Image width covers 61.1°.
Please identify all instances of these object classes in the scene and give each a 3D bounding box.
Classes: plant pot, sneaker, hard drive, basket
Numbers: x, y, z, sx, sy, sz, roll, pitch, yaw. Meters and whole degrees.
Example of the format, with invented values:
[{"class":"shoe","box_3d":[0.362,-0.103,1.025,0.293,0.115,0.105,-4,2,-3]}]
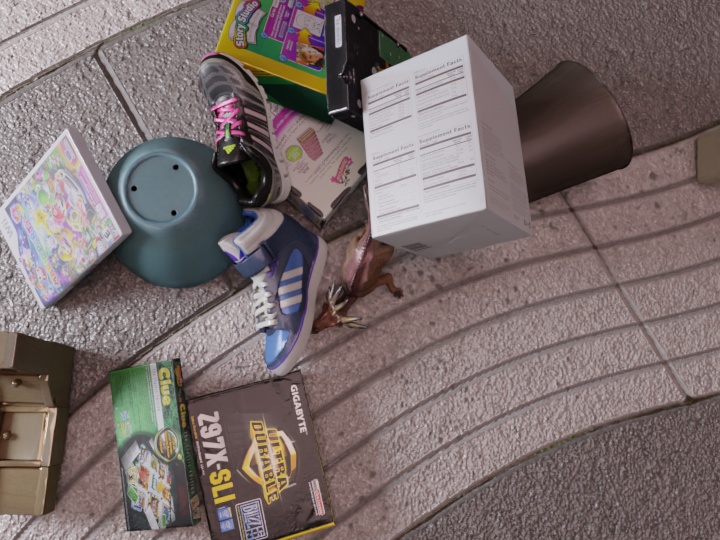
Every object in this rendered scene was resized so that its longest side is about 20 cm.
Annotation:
[{"class":"plant pot","box_3d":[-0.244,-0.086,0.784,0.196,0.135,0.204,1,82,-7]},{"class":"sneaker","box_3d":[-0.130,0.018,0.787,0.145,0.080,0.203,26,69,-30]},{"class":"hard drive","box_3d":[0.019,-0.253,0.820,0.037,0.199,0.143,-5,85,31]},{"class":"sneaker","box_3d":[-0.151,-0.166,0.753,0.073,0.088,0.203,-11,112,23]},{"class":"basket","box_3d":[0.247,-0.176,0.867,0.198,0.136,0.182,-28,72,-6]}]

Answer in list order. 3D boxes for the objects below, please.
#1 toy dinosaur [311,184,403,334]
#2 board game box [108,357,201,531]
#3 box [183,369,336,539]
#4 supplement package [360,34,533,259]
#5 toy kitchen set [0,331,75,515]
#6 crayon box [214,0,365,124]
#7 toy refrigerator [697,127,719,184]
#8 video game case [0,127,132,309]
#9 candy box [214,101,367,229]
[{"class":"toy dinosaur","box_3d":[0.000,0.000,0.798,0.085,0.203,0.135,25,36,22]},{"class":"board game box","box_3d":[-0.262,0.220,0.772,0.103,0.023,0.204,-11,83,21]},{"class":"box","box_3d":[-0.131,0.248,0.795,0.157,0.049,0.204,-13,84,-7]},{"class":"supplement package","box_3d":[0.105,-0.138,0.746,0.149,0.151,0.204,-12,75,32]},{"class":"toy kitchen set","box_3d":[-0.448,0.178,0.694,0.160,0.181,0.204,2,77,-6]},{"class":"crayon box","box_3d":[-0.093,-0.321,0.827,0.170,0.058,0.203,17,64,-12]},{"class":"toy refrigerator","box_3d":[0.632,-0.174,0.948,0.196,0.070,0.078,1,88,-7]},{"class":"video game case","box_3d":[-0.376,-0.059,0.759,0.199,0.018,0.145,-32,85,30]},{"class":"candy box","box_3d":[-0.085,-0.178,0.855,0.199,0.061,0.137,41,77,1]}]
